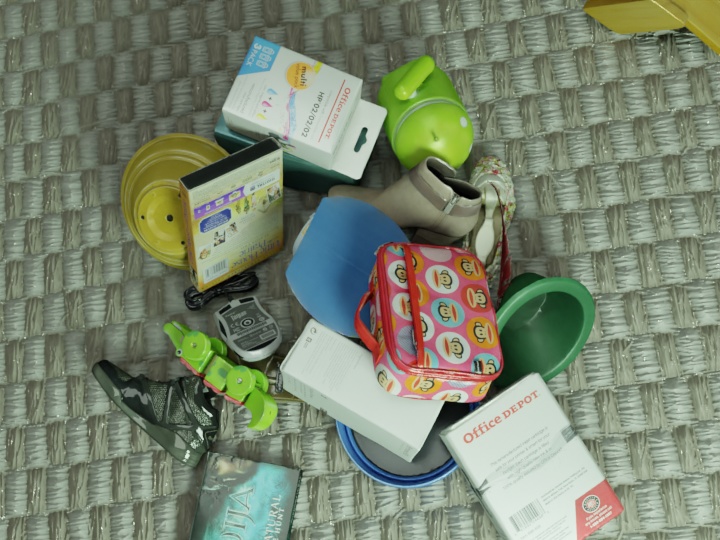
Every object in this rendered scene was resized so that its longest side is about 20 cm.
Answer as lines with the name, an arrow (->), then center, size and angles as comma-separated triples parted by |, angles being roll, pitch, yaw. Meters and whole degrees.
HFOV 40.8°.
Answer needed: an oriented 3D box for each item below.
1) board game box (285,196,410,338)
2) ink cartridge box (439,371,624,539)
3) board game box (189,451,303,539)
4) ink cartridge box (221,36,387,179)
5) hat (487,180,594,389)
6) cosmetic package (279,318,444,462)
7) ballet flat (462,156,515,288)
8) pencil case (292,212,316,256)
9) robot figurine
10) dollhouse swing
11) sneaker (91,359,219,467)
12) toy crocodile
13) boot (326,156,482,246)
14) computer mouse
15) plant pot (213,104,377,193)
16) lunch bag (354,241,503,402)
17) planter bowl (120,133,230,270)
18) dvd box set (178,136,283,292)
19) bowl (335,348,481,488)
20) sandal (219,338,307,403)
board game box -> -0.014, 0.003, 1.266 | 0.157, 0.039, 0.202 | 31, 55, -10
ink cartridge box -> 0.211, 0.251, 1.220 | 0.143, 0.084, 0.202 | -31, 84, -7
board game box -> -0.161, 0.355, 1.292 | 0.133, 0.028, 0.203 | 8, 75, 9
ink cartridge box -> -0.071, -0.215, 1.293 | 0.197, 0.068, 0.117 | 22, 77, 2
hat -> 0.209, 0.031, 1.319 | 0.201, 0.164, 0.177 | -55, 36, 15
cosmetic package -> 0.002, 0.154, 1.229 | 0.198, 0.113, 0.082 | 30, 72, 9
ballet flat -> 0.180, -0.073, 1.353 | 0.074, 0.064, 0.203 | 5, 74, 4
pencil case -> 0.000, 0.000, 1.341 | 0.199, 0.092, 0.083 | 34, 43, 17
robot figurine -> 0.090, -0.212, 1.359 | 0.114, 0.176, 0.201 | -24, 43, 6
dollhouse swing -> 0.473, -0.423, 1.432 | 0.181, 0.175, 0.202 | 10, 70, 54
sneaker -> -0.273, 0.168, 1.340 | 0.198, 0.076, 0.115 | 35, 79, 13
toy crocodile -> -0.187, 0.135, 1.288 | 0.199, 0.067, 0.062 | 36, 89, 17
boot -> 0.065, -0.102, 1.317 | 0.197, 0.147, 0.071 | 23, 52, -9
computer mouse -> -0.165, 0.070, 1.327 | 0.108, 0.044, 0.200 | -21, 39, -16
plant pot -> -0.083, -0.196, 1.389 | 0.197, 0.141, 0.143 | 22, 77, 9
lunch bag -> 0.076, 0.061, 1.195 | 0.173, 0.082, 0.202 | 6, 51, -16
planter bowl -> -0.255, -0.083, 1.353 | 0.197, 0.084, 0.204 | 3, 110, 8
dvd box set -> -0.170, -0.073, 1.309 | 0.145, 0.202, 0.029 | -29, 57, -24
bowl -> 0.064, 0.190, 1.304 | 0.197, 0.039, 0.204 | -2, 74, 7
sandal -> -0.116, 0.144, 1.333 | 0.197, 0.054, 0.082 | 8, 79, 15
